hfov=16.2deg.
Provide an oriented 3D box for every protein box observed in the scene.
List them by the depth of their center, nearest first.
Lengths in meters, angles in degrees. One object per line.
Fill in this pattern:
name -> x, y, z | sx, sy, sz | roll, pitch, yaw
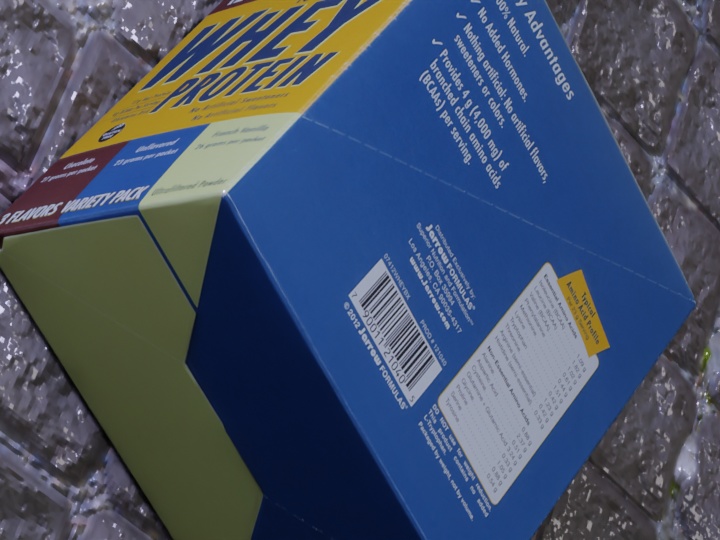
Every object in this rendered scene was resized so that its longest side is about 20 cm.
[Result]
protein box -> 0.000, 0.000, 0.998 | 0.200, 0.135, 0.199 | -49, 119, -40
